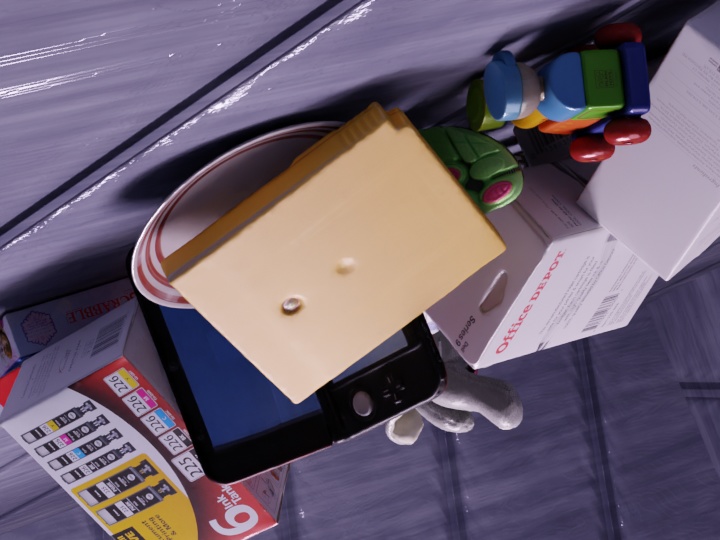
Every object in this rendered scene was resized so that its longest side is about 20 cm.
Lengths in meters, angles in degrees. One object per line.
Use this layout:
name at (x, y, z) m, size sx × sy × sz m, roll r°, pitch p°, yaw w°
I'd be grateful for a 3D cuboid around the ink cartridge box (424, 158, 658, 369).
ink cartridge box at (0.162, -0.014, 1.598) m, size 0.199 × 0.084 × 0.146 m, roll -12°, pitch 141°, yaw -44°

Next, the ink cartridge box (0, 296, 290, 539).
ink cartridge box at (-0.186, 0.146, 1.580) m, size 0.175 × 0.200 × 0.084 m, roll -29°, pitch -153°, yaw 24°

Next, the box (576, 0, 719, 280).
box at (0.267, -0.109, 1.476) m, size 0.124 × 0.097 × 0.200 m, roll -36°, pitch 162°, yaw -41°

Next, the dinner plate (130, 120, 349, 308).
dinner plate at (-0.075, -0.043, 1.402) m, size 0.199 × 0.024 × 0.201 m, roll -26°, pitch 153°, yaw -14°

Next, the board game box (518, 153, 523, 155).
board game box at (0.097, -0.046, 1.895) m, size 0.164 × 0.057 × 0.200 m, roll -19°, pitch 171°, yaw -17°

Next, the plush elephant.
plush elephant at (0.072, 0.082, 1.920) m, size 0.199 × 0.166 × 0.155 m, roll -4°, pitch 170°, yaw 6°

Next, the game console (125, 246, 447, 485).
game console at (-0.057, 0.037, 1.497) m, size 0.172 × 0.201 × 0.118 m, roll -29°, pitch 169°, yaw 39°

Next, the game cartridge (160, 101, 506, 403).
game cartridge at (-0.016, -0.012, 1.406) m, size 0.200 × 0.032 × 0.176 m, roll -37°, pitch 134°, yaw 5°

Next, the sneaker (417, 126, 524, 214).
sneaker at (0.053, -0.070, 1.515) m, size 0.083 × 0.077 × 0.199 m, roll -12°, pitch -176°, yaw -43°

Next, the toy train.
toy train at (0.129, -0.121, 1.454) m, size 0.115 × 0.085 × 0.200 m, roll -3°, pitch 174°, yaw -15°

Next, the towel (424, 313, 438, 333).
towel at (0.000, 0.000, 1.656) m, size 0.146 × 0.024 × 0.201 m, roll -20°, pitch 132°, yaw -20°

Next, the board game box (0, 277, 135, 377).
board game box at (-0.238, 0.057, 1.712) m, size 0.199 × 0.041 × 0.200 m, roll -18°, pitch 170°, yaw -29°

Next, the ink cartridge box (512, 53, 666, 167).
ink cartridge box at (0.215, -0.146, 1.675) m, size 0.161 × 0.050 × 0.200 m, roll -25°, pitch -171°, yaw 11°

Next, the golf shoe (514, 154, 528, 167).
golf shoe at (0.164, -0.073, 1.745) m, size 0.199 × 0.078 × 0.094 m, roll -14°, pitch -176°, yaw -33°
